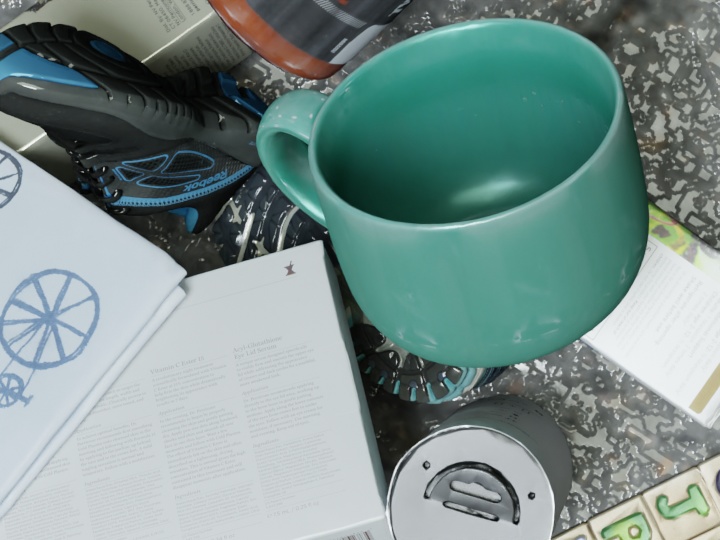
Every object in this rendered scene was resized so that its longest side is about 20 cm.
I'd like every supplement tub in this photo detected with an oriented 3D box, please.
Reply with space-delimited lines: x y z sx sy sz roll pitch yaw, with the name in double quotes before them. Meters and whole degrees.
"supplement tub" 0.014 -0.191 1.138 0.200 0.107 0.107 -42 86 24

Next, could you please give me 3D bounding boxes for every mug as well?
"mug" 0.054 -0.036 1.134 0.151 0.185 0.115 -28 130 -11

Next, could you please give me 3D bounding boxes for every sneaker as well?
"sneaker" 0.000 0.000 1.253 0.200 0.086 0.078 45 111 26
"sneaker" -0.117 -0.063 1.168 0.073 0.199 0.082 45 108 34

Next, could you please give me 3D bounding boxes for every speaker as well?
"speaker" 0.063 0.108 1.179 0.080 0.200 0.082 0 91 7

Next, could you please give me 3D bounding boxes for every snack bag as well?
"snack bag" -0.214 0.022 1.169 0.199 0.021 0.189 34 79 19

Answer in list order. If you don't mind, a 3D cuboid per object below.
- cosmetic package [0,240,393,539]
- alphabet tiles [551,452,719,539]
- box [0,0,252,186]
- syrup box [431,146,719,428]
"cosmetic package" -0.094 0.085 1.161 0.198 0.052 0.152 -15 66 3
"alphabet tiles" 0.209 0.201 1.262 0.166 0.008 0.201 -27 88 6
"box" -0.159 -0.094 1.247 0.199 0.082 0.069 -35 74 -1
"syrup box" 0.121 -0.008 1.231 0.199 0.079 0.082 34 94 5
